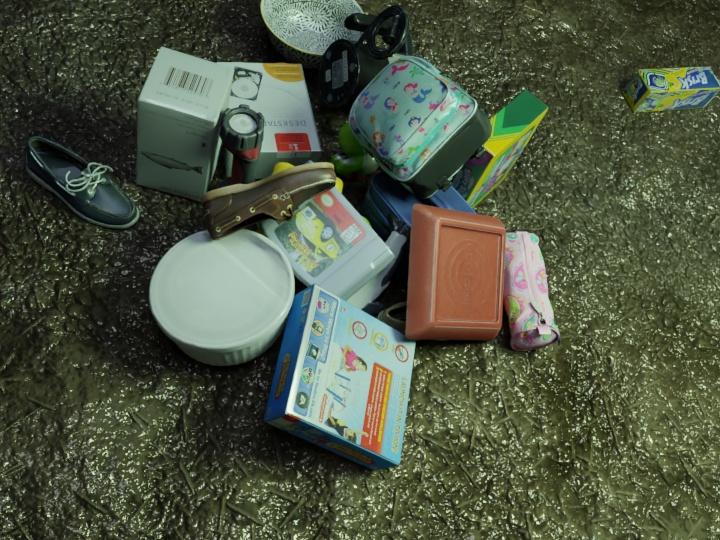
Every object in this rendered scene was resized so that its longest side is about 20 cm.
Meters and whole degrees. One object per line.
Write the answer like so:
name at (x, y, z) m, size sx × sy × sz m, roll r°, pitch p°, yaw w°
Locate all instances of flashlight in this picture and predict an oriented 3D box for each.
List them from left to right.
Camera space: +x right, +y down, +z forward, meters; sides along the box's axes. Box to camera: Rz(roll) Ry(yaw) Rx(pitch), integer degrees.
flashlight at (-0.190, -0.165, 1.186) m, size 0.068 × 0.200 × 0.068 m, roll -26°, pitch 70°, yaw -28°

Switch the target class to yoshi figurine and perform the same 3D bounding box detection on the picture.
yoshi figurine at (0.041, -0.228, 1.331) m, size 0.199 × 0.112 × 0.112 m, roll -21°, pitch 95°, yaw -18°

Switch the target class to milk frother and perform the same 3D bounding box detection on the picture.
milk frother at (0.060, -0.356, 1.338) m, size 0.188 × 0.181 × 0.200 m, roll -1°, pitch 16°, yaw -39°

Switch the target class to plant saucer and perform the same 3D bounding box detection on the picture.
plant saucer at (0.156, 0.007, 1.176) m, size 0.200 × 0.037 × 0.200 m, roll 5°, pitch 87°, yaw -41°

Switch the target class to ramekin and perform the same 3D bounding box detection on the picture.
ramekin at (-0.193, 0.044, 1.104) m, size 0.202 × 0.094 × 0.203 m, roll 1°, pitch 57°, yaw -2°

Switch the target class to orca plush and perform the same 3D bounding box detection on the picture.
orca plush at (0.000, 0.000, 1.204) m, size 0.105 × 0.071 × 0.200 m, roll 28°, pitch 91°, yaw -13°

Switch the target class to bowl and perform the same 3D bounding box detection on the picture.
bowl at (-0.095, -0.445, 1.451) m, size 0.200 × 0.094 × 0.201 m, roll 7°, pitch 58°, yaw -11°

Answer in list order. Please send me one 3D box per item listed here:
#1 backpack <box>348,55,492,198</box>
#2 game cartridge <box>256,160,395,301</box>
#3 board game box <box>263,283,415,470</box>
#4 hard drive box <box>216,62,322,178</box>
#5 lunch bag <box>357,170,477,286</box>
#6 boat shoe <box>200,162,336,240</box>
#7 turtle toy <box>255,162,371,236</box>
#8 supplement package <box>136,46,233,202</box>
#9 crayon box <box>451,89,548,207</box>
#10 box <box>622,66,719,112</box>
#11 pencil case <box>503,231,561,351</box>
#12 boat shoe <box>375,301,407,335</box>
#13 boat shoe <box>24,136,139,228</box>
backpack at (0.077, -0.234, 1.190) m, size 0.150 × 0.178 × 0.200 m, roll 33°, pitch 15°, yaw -48°
game cartridge at (-0.061, -0.051, 1.147) m, size 0.133 × 0.041 × 0.200 m, roll -41°, pitch 84°, yaw -6°
board game box at (-0.022, 0.152, 1.084) m, size 0.196 × 0.056 × 0.201 m, roll 31°, pitch 51°, yaw -27°
hard drive box at (-0.164, -0.259, 1.327) m, size 0.155 × 0.077 × 0.201 m, roll -5°, pitch 61°, yaw -18°
lunch bag at (0.097, -0.079, 1.260) m, size 0.136 × 0.132 × 0.200 m, roll -33°, pitch 72°, yaw -30°
boat shoe at (-0.126, -0.096, 1.100) m, size 0.199 × 0.070 × 0.071 m, roll -18°, pitch 73°, yaw 2°
turtle toy at (-0.076, -0.076, 1.221) m, size 0.199 × 0.101 × 0.146 m, roll 15°, pitch 78°, yaw -2°
supplement package at (-0.275, -0.221, 1.195) m, size 0.117 × 0.200 × 0.118 m, roll 14°, pitch 56°, yaw -7°
crayon box at (0.218, -0.191, 1.324) m, size 0.058 × 0.200 × 0.172 m, roll 42°, pitch 57°, yaw 12°
box at (0.674, -0.391, 1.661) m, size 0.199 × 0.070 × 0.064 m, roll -8°, pitch 64°, yaw -21°
pencil case at (0.273, 0.033, 1.274) m, size 0.087 × 0.088 × 0.201 m, roll 4°, pitch 57°, yaw -14°
boat shoe at (0.122, 0.070, 1.210) m, size 0.199 × 0.076 × 0.072 m, roll -12°, pitch 63°, yaw -23°
boat shoe at (-0.428, -0.138, 1.182) m, size 0.200 × 0.062 × 0.075 m, roll 36°, pitch 54°, yaw 6°
